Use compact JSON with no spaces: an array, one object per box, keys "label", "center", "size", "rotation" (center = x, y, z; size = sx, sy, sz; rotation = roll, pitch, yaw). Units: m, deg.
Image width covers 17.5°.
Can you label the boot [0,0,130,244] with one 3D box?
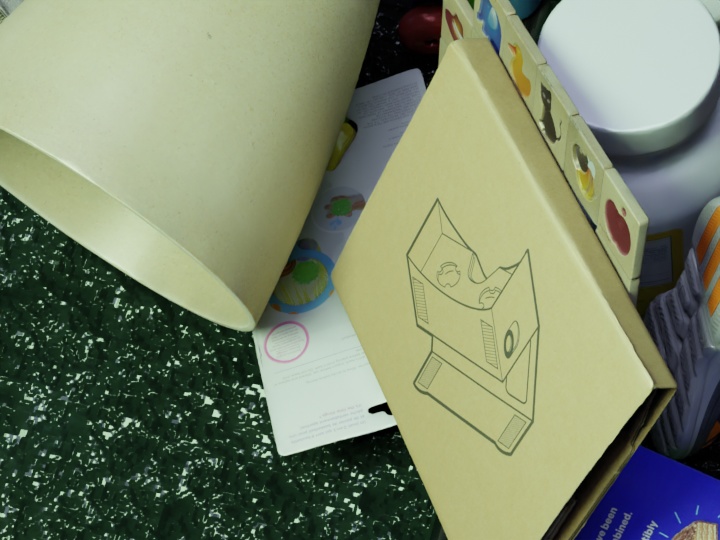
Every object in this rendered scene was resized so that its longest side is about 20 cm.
[{"label":"boot","center":[-0.144,-0.125,1.254],"size":[0.173,0.069,0.201],"rotation":[23,74,13]}]

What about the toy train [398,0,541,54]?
[{"label":"toy train","center":[0.071,-0.191,1.171],"size":[0.115,0.200,0.085],"rotation":[-4,64,2]}]

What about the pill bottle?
[{"label":"pill bottle","center":[0.129,-0.051,1.092],"size":[0.111,0.200,0.113],"rotation":[-3,64,7]}]

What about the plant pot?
[{"label":"plant pot","center":[-0.076,-0.106,1.123],"size":[0.187,0.187,0.201],"rotation":[28,78,20]}]

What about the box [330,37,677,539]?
[{"label":"box","center":[0.056,0.024,1.024],"size":[0.021,0.164,0.201],"rotation":[-2,50,-29]}]

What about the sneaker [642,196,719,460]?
[{"label":"sneaker","center":[0.195,0.030,1.056],"size":[0.111,0.200,0.078],"rotation":[-4,66,-10]}]

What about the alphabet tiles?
[{"label":"alphabet tiles","center":[0.075,-0.030,1.046],"size":[0.008,0.168,0.200],"rotation":[-14,49,-15]}]

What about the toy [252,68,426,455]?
[{"label":"toy","center":[0.000,0.000,1.174],"size":[0.115,0.047,0.201],"rotation":[-17,58,5]}]

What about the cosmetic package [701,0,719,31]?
[{"label":"cosmetic package","center":[0.213,-0.174,1.133],"size":[0.074,0.200,0.102],"rotation":[3,73,-33]}]

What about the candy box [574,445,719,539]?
[{"label":"candy box","center":[0.129,0.175,1.053],"size":[0.199,0.077,0.170],"rotation":[24,71,18]}]
